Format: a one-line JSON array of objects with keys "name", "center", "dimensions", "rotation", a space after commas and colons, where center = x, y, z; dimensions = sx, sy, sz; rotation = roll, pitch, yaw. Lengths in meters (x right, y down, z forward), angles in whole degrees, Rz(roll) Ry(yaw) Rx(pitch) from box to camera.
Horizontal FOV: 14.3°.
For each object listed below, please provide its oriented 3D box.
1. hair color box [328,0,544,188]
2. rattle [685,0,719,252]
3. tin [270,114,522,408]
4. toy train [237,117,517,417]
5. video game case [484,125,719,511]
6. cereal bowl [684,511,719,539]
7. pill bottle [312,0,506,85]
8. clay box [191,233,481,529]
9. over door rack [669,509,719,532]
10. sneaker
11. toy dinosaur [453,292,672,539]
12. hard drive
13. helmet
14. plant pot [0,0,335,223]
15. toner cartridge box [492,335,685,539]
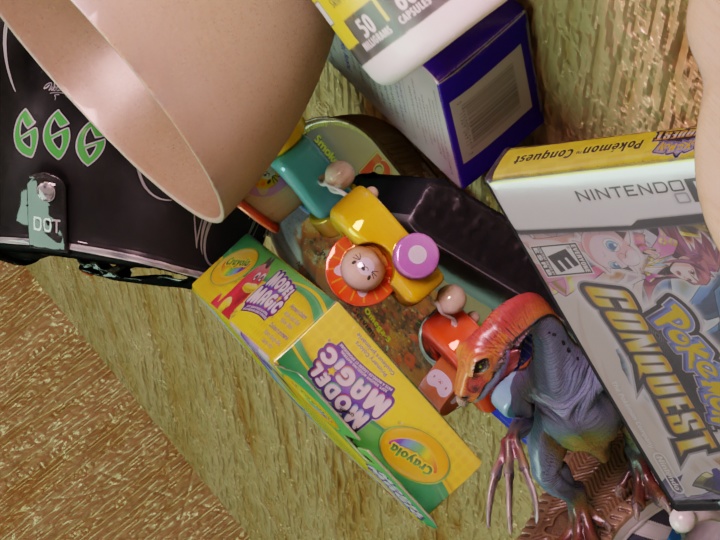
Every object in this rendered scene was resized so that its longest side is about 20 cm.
[{"name": "hair color box", "center": [0.003, -0.145, 1.448], "dimensions": [0.200, 0.065, 0.109], "rotation": [44, 167, 25]}, {"name": "rattle", "center": [0.188, -0.077, 1.049], "dimensions": [0.130, 0.143, 0.200], "rotation": [-47, 62, 46]}, {"name": "tin", "center": [0.020, -0.007, 1.697], "dimensions": [0.200, 0.042, 0.112], "rotation": [52, 132, 20]}, {"name": "toy train", "center": [0.000, 0.000, 1.461], "dimensions": [0.200, 0.056, 0.150], "rotation": [45, 172, 25]}, {"name": "video game case", "center": [0.169, 0.023, 1.212], "dimensions": [0.180, 0.026, 0.200], "rotation": [-5, 127, 41]}, {"name": "cereal bowl", "center": [0.238, 0.198, 1.519], "dimensions": [0.200, 0.083, 0.200], "rotation": [50, 167, 16]}, {"name": "pill bottle", "center": [-0.007, -0.190, 1.246], "dimensions": [0.200, 0.111, 0.111], "rotation": [53, 168, -3]}, {"name": "clay box", "center": [-0.011, 0.053, 1.424], "dimensions": [0.115, 0.048, 0.200], "rotation": [48, 175, -20]}, {"name": "over door rack", "center": [0.189, 0.191, 1.391], "dimensions": [0.148, 0.200, 0.067], "rotation": [43, 177, 36]}, {"name": "sneaker", "center": [0.131, 0.160, 1.519], "dimensions": [0.070, 0.200, 0.109], "rotation": [15, 140, 32]}, {"name": "toy dinosaur", "center": [0.090, 0.066, 1.407], "dimensions": [0.182, 0.105, 0.200], "rotation": [63, 180, -34]}, {"name": "hard drive", "center": [0.069, -0.006, 1.528], "dimensions": [0.139, 0.033, 0.200], "rotation": [31, 177, -11]}, {"name": "helmet", "center": [-0.124, -0.093, 1.559], "dimensions": [0.199, 0.191, 0.200], "rotation": [9, 174, 1]}, {"name": "plant pot", "center": [-0.084, -0.141, 1.341], "dimensions": [0.200, 0.134, 0.200], "rotation": [46, 170, 10]}, {"name": "toner cartridge box", "center": [0.135, 0.093, 1.689], "dimensions": [0.200, 0.043, 0.095], "rotation": [41, 165, 42]}]
